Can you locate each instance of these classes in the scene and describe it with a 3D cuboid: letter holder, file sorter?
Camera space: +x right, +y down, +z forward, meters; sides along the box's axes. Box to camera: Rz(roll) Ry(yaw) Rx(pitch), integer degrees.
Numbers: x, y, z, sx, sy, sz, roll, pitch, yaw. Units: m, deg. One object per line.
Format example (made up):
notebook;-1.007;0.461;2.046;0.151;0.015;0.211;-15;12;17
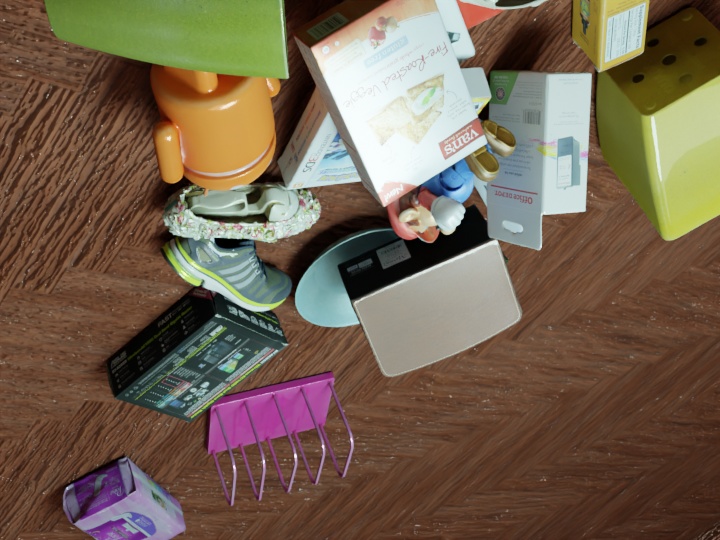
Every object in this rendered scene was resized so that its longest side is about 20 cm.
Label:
letter holder;0.092;0.031;1.403;0.199;0.101;0.143;-24;120;0
file sorter;-0.124;0.266;1.671;0.198;0.126;0.140;-11;144;-19

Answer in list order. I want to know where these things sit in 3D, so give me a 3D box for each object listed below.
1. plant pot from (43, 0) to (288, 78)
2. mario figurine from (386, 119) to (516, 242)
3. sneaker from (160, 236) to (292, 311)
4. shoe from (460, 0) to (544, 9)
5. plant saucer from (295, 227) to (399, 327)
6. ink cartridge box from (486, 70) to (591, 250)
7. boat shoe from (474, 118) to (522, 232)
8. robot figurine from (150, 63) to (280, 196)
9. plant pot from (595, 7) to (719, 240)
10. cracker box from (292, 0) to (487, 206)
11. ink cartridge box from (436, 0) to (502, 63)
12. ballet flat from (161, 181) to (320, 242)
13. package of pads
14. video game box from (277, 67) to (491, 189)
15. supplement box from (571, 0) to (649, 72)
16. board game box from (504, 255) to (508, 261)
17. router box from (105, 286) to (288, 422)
plant pot;-0.168;-0.254;0.939;0.198;0.188;0.188;-4;143;-2
mario figurine;0.112;-0.088;1.282;0.123;0.107;0.200;-7;160;-35
sneaker;-0.149;-0.009;1.344;0.081;0.074;0.199;-43;143;20
shoe;0.147;-0.306;1.113;0.199;0.053;0.070;-9;126;-43
plant saucer;0.000;0.000;1.475;0.199;0.039;0.202;-16;144;-12
ink cartridge box;0.208;-0.133;1.277;0.067;0.117;0.202;-5;103;-28
boat shoe;0.183;-0.135;1.393;0.068;0.071;0.200;-53;134;-18
robot figurine;-0.145;-0.163;1.102;0.115;0.145;0.201;-1;143;3
plant pot;0.404;-0.199;1.344;0.199;0.201;0.177;-29;134;6
cracker box;0.034;-0.183;1.096;0.133;0.058;0.201;-32;127;-6
ink cartridge box;0.087;-0.298;1.134;0.173;0.044;0.200;-27;145;5
ballet flat;-0.131;-0.072;1.263;0.198;0.076;0.064;-8;160;-25
package of pads;-0.370;0.380;1.711;0.120;0.076;0.200;-27;146;1
video game box;0.023;-0.159;1.231;0.198;0.047;0.182;-9;163;-22
supplement box;0.280;-0.320;1.205;0.068;0.067;0.201;-23;146;-9
board game box;0.124;0.018;1.544;0.199;0.024;0.105;-4;138;-51
router box;-0.221;0.114;1.465;0.200;0.062;0.150;-38;143;17
